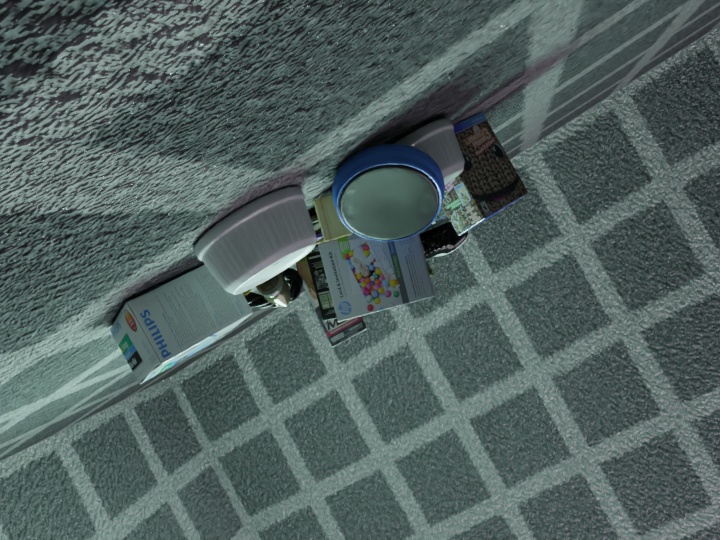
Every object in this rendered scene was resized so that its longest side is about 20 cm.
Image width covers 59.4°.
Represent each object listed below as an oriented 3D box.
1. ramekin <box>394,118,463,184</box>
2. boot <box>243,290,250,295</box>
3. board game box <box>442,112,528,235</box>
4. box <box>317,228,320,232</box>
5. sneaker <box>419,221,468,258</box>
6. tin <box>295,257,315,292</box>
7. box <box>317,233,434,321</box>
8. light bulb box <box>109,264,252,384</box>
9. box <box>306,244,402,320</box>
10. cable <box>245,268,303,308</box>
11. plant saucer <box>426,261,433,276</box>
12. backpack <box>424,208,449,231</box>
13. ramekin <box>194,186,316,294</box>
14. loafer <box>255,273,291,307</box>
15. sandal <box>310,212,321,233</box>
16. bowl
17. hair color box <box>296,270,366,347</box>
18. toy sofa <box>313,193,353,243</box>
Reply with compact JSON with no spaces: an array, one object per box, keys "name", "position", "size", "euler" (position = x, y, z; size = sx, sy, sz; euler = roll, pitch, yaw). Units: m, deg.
[{"name":"ramekin","position":[0.106,-0.189,1.190],"size":[0.199,0.096,0.202],"euler":[-31,178,-1]},{"name":"boot","position":[-0.190,-0.027,1.311],"size":[0.154,0.075,0.198],"euler":[-38,-172,-37]},{"name":"board game box","position":[0.236,-0.207,1.350],"size":[0.158,0.203,0.097],"euler":[-29,177,-34]},{"name":"box","position":[-0.091,-0.073,1.587],"size":[0.081,0.070,0.199],"euler":[-30,179,26]},{"name":"sneaker","position":[0.162,-0.055,1.465],"size":[0.195,0.075,0.112],"euler":[-20,-172,9]},{"name":"tin","position":[-0.067,0.011,1.475],"size":[0.112,0.201,0.042],"euler":[-42,-171,-1]},{"name":"box","position":[0.030,-0.003,1.229],"size":[0.195,0.160,0.041],"euler":[-14,-176,13]},{"name":"light bulb box","position":[-0.341,0.095,1.190],"size":[0.198,0.127,0.197],"euler":[-30,178,-35]},{"name":"box","position":[0.000,0.000,1.324],"size":[0.195,0.168,0.086],"euler":[-13,-174,27]},{"name":"cable","position":[-0.229,0.043,1.447],"size":[0.197,0.162,0.052],"euler":[-22,130,-38]},{"name":"plant saucer","position":[0.055,-0.037,1.565],"size":[0.195,0.202,0.048],"euler":[-7,142,-34]},{"name":"backpack","position":[0.126,-0.162,1.461],"size":[0.179,0.150,0.200],"euler":[-24,-171,1]},{"name":"ramekin","position":[-0.161,-0.042,1.021],"size":[0.199,0.096,0.202],"euler":[-30,178,-1]},{"name":"loafer","position":[-0.201,0.026,1.381],"size":[0.074,0.070,0.200],"euler":[-35,-150,-2]},{"name":"sandal","position":[-0.093,-0.090,1.364],"size":[0.081,0.056,0.200],"euler":[-29,177,-25]},{"name":"bowl","position":[0.048,-0.125,1.082],"size":[0.194,0.040,0.203],"euler":[-1,141,-1]},{"name":"hair color box","position":[-0.070,0.071,1.536],"size":[0.098,0.204,0.061],"euler":[-26,180,-2]},{"name":"toy sofa","position":[-0.025,-0.119,1.273],"size":[0.095,0.085,0.199],"euler":[-12,-172,29]}]
